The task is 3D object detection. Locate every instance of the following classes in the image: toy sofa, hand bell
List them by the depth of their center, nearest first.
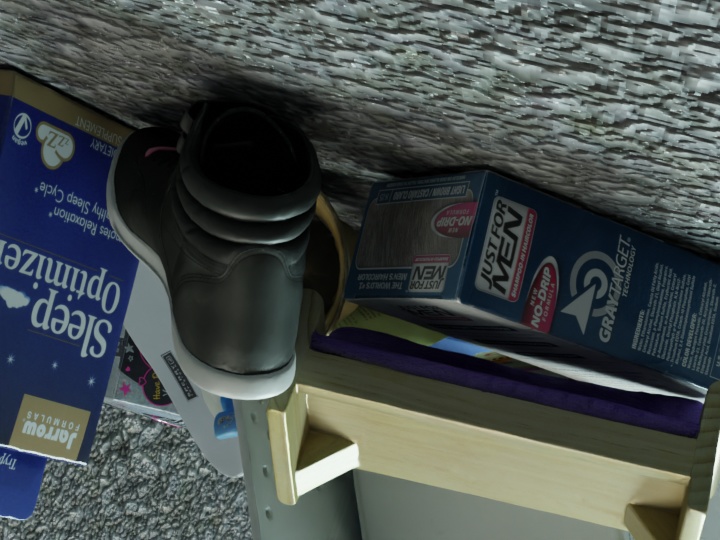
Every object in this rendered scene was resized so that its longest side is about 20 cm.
[{"bbox_3d":[0.063,0.063,0.792,0.198,0.098,0.083,12,146,11],"label":"toy sofa"},{"bbox_3d":[0.000,0.000,0.963,0.103,0.105,0.199,11,-175,31],"label":"hand bell"}]

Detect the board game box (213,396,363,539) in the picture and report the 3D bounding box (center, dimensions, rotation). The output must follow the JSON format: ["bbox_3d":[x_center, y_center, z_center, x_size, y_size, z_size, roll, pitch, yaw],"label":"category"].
[{"bbox_3d":[-0.009,0.154,0.970,0.026,0.202,0.199,-16,165,27],"label":"board game box"}]

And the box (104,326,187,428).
[{"bbox_3d":[-0.135,0.043,1.300,0.114,0.134,0.200,15,173,-16],"label":"box"}]

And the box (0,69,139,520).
[{"bbox_3d":[-0.161,0.018,0.862,0.032,0.202,0.121,10,172,33],"label":"box"}]

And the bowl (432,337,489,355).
[{"bbox_3d":[0.107,0.076,1.420,0.199,0.040,0.201,15,173,2],"label":"bowl"}]

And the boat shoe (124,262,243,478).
[{"bbox_3d":[-0.109,0.038,1.174,0.056,0.201,0.068,-34,-168,-40],"label":"boat shoe"}]

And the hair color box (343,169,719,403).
[{"bbox_3d":[0.103,0.014,0.827,0.199,0.061,0.100,19,170,-29],"label":"hair color box"}]

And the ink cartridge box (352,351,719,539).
[{"bbox_3d":[0.106,0.126,0.999,0.146,0.146,0.200,-7,-175,25],"label":"ink cartridge box"}]

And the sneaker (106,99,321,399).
[{"bbox_3d":[-0.062,-0.040,0.780,0.070,0.100,0.200,2,-150,-21],"label":"sneaker"}]

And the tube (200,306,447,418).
[{"bbox_3d":[0.002,0.040,1.055,0.199,0.052,0.058,-20,-128,-28],"label":"tube"}]
